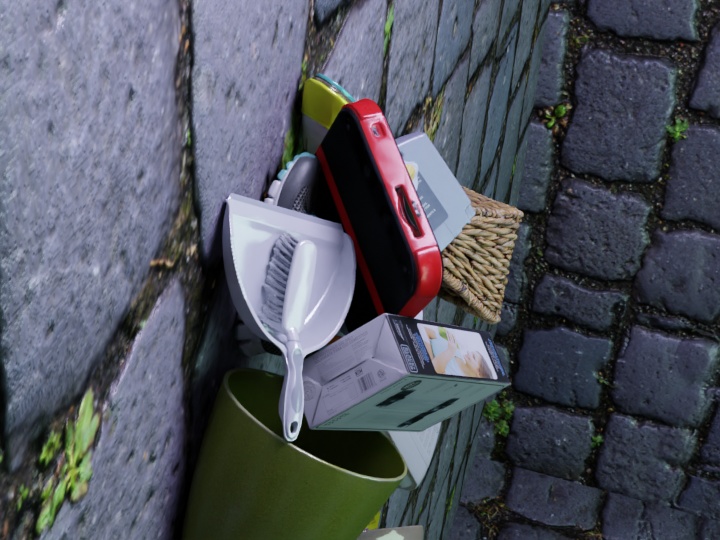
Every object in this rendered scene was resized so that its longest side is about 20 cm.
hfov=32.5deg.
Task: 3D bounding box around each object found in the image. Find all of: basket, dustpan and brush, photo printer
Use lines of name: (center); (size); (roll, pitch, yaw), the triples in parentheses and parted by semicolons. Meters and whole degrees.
basket: (0.075, -0.028, 1.482); (0.142, 0.200, 0.149); (1, 108, -35)
dustpan and brush: (-0.060, 0.044, 1.053); (0.139, 0.057, 0.201); (14, 80, -39)
photo printer: (0.047, 0.162, 1.490); (0.200, 0.069, 0.167); (63, 38, -53)

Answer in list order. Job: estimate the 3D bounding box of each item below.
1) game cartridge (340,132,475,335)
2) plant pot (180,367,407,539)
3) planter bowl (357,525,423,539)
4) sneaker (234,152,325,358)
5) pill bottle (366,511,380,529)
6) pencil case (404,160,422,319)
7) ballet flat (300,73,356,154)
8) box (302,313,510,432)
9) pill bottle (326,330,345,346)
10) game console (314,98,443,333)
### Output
game cartridge: (0.019, -0.046, 1.286); (0.200, 0.133, 0.042); (-43, -162, -18)
plant pot: (-0.086, 0.222, 1.130); (0.200, 0.187, 0.187); (-62, 170, 10)
planter bowl: (-0.021, 0.361, 1.369); (0.200, 0.200, 0.135); (55, 27, -74)
sneaker: (-0.052, -0.009, 1.166); (0.078, 0.091, 0.201); (-15, 118, -77)
pill bottle: (-0.015, 0.255, 1.597); (0.104, 0.104, 0.201); (-39, 140, -71)
pencil case: (0.022, -0.013, 1.219); (0.091, 0.083, 0.201); (-151, -123, -73)
ballet flat: (-0.025, -0.137, 1.235); (0.067, 0.067, 0.200); (-56, 169, 0)
box: (0.041, 0.100, 1.147); (0.200, 0.117, 0.060); (12, 51, -56)
pill bottle: (0.000, 0.000, 1.365); (0.113, 0.113, 0.201); (20, 84, -78)
game console: (0.005, -0.038, 1.141); (0.200, 0.031, 0.177); (69, -27, 20)
